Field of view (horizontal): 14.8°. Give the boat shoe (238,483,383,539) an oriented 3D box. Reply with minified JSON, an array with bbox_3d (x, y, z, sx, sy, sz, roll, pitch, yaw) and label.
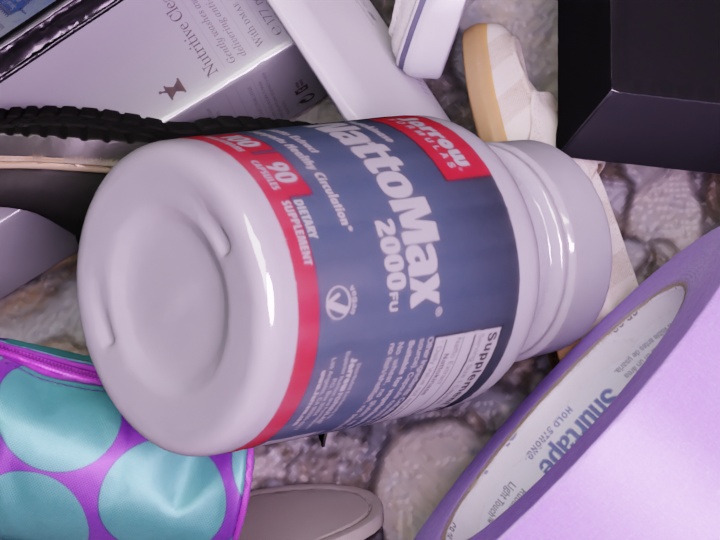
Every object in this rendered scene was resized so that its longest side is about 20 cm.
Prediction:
[{"bbox_3d":[-0.078,0.151,1.182,0.199,0.073,0.063,-22,113,-5],"label":"boat shoe"}]

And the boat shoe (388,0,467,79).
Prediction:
[{"bbox_3d":[0.028,-0.186,1.213,0.070,0.071,0.201,11,95,0],"label":"boat shoe"}]

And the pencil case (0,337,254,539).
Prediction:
[{"bbox_3d":[-0.141,0.061,1.124,0.199,0.085,0.093,15,113,-9],"label":"pencil case"}]

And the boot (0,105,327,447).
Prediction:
[{"bbox_3d":[-0.095,0.006,1.168,0.199,0.077,0.139,4,104,-9],"label":"boot"}]

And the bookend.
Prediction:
[{"bbox_3d":[0.168,-0.048,1.152,0.198,0.092,0.201,5,71,-13],"label":"bookend"}]

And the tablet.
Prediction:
[{"bbox_3d":[-0.024,-0.130,1.222,0.014,0.130,0.200,-39,69,15],"label":"tablet"}]

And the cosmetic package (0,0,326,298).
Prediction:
[{"bbox_3d":[-0.128,-0.082,1.244,0.200,0.081,0.113,-33,72,-5],"label":"cosmetic package"}]

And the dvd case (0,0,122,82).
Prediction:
[{"bbox_3d":[-0.163,-0.113,1.177,0.200,0.018,0.143,-35,31,-9],"label":"dvd case"}]

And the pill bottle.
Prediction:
[{"bbox_3d":[0.000,0.000,1.093,0.199,0.120,0.120,-9,62,-42],"label":"pill bottle"}]

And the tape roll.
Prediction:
[{"bbox_3d":[0.099,0.075,1.054,0.066,0.200,0.200,42,81,-3],"label":"tape roll"}]

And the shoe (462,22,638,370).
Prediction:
[{"bbox_3d":[0.091,-0.016,1.199,0.053,0.070,0.201,-17,78,2],"label":"shoe"}]
